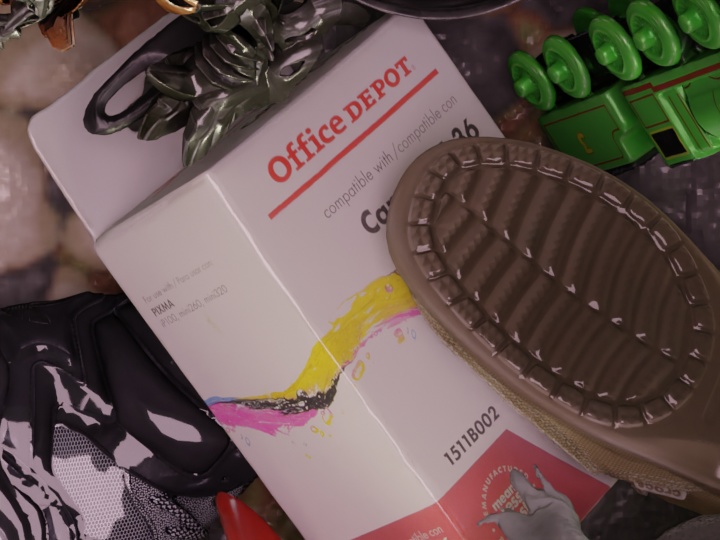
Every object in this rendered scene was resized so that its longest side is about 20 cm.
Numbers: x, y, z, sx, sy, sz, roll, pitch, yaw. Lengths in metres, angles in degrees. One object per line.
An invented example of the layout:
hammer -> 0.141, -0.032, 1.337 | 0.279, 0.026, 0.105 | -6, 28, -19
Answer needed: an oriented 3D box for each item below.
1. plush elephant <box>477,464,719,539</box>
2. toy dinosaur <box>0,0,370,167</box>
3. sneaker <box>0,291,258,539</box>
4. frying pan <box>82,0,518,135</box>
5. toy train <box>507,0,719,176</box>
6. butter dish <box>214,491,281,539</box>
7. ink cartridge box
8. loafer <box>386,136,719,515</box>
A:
plush elephant -> 0.122, 0.150, 0.777 | 0.165, 0.200, 0.155 | -45, 131, -8
toy dinosaur -> -0.056, -0.104, 0.763 | 0.199, 0.136, 0.103 | 5, 68, 17
sneaker -> -0.066, 0.094, 0.902 | 0.113, 0.075, 0.201 | -21, 98, 0
frying pan -> 0.005, -0.099, 0.856 | 0.114, 0.031, 0.191 | 26, 78, -1
toy train -> 0.100, -0.062, 0.830 | 0.042, 0.200, 0.057 | -34, 96, -17
butter dish -> -0.031, 0.205, 0.831 | 0.147, 0.200, 0.200 | -27, 124, 1
ink cartridge box -> 0.000, 0.000, 0.868 | 0.200, 0.067, 0.116 | 54, 48, -8
loafer -> 0.089, 0.034, 0.840 | 0.199, 0.068, 0.076 | 34, 69, -5
